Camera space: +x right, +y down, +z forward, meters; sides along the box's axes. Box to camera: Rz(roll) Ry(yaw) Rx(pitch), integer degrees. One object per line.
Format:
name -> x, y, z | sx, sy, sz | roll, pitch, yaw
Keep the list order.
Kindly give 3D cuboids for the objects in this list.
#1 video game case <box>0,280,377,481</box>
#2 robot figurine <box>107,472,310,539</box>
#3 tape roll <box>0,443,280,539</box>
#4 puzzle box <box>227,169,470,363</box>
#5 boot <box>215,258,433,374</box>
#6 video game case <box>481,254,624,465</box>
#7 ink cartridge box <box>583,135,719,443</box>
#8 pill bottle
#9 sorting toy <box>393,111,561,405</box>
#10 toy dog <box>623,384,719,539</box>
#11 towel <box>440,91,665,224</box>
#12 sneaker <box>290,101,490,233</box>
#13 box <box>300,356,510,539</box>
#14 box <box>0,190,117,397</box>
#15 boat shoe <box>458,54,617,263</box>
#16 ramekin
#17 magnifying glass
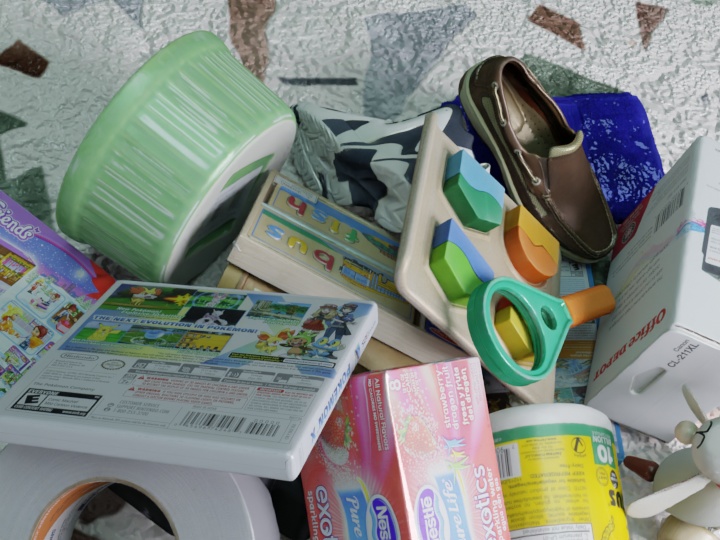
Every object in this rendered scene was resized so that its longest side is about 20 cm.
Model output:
video game case -> -0.107, 0.062, 0.731 | 0.199, 0.022, 0.182 | 4, 28, 16
robot figurine -> -0.102, 0.113, 0.836 | 0.199, 0.150, 0.125 | 32, 101, 11
tape roll -> -0.155, 0.186, 0.737 | 0.199, 0.066, 0.202 | -1, 81, 10
puzzle box -> 0.000, 0.000, 0.891 | 0.199, 0.025, 0.133 | 28, 27, -8
boot -> -0.014, 0.038, 0.915 | 0.199, 0.066, 0.175 | 28, 24, -4
video game case -> 0.137, 0.069, 0.958 | 0.142, 0.018, 0.201 | 2, 58, -8
ink cartridge box -> 0.262, 0.017, 0.922 | 0.082, 0.146, 0.201 | 24, 54, -6
pill bottle -> 0.137, 0.206, 0.811 | 0.112, 0.113, 0.201 | 0, 65, -8
sorting toy -> 0.104, -0.005, 0.880 | 0.200, 0.036, 0.186 | 45, 38, -29
toy dog -> 0.238, 0.139, 0.830 | 0.096, 0.201, 0.132 | 24, 52, 22
towel -> 0.180, -0.107, 1.056 | 0.199, 0.050, 0.148 | -5, 58, -11
sneaker -> 0.032, -0.107, 1.004 | 0.129, 0.080, 0.199 | -20, 30, -32
box -> 0.031, 0.166, 0.758 | 0.094, 0.102, 0.201 | -3, 82, -44
box -> -0.289, 0.023, 0.911 | 0.200, 0.039, 0.137 | 36, 61, 14
boat shoe -> 0.159, -0.093, 0.966 | 0.075, 0.075, 0.203 | -42, 100, -21
ramekin -> -0.139, -0.081, 0.910 | 0.098, 0.200, 0.200 | 37, 60, 6
magnifying glass -> 0.142, 0.036, 0.858 | 0.200, 0.022, 0.080 | -11, 75, -54
